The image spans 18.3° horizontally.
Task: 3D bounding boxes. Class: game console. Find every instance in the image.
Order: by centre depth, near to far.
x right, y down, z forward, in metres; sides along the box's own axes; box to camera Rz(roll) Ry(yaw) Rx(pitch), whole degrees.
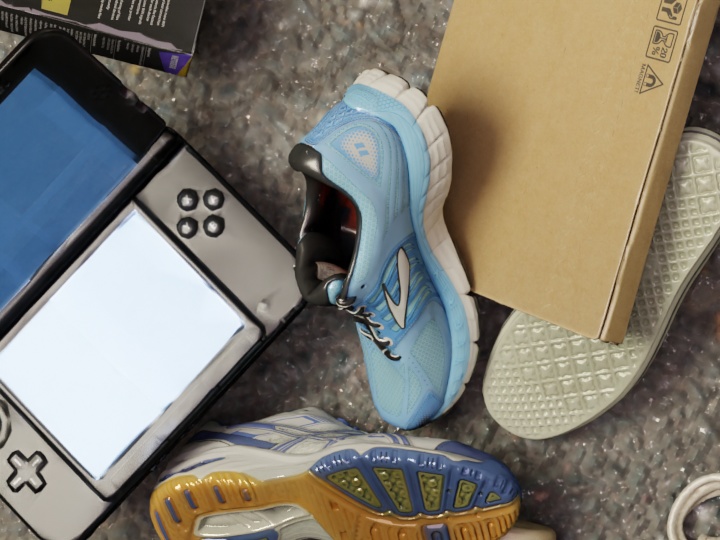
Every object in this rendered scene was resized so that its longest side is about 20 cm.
[{"bbox_3d":[-0.151,0.014,1.118,0.172,0.119,0.200,44,92,11],"label":"game console"}]

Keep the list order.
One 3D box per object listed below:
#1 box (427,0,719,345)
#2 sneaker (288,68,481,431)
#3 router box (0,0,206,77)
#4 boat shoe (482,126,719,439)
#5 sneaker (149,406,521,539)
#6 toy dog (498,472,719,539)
[{"bbox_3d":[0.096,-0.081,1.144,0.163,0.021,0.202,22,99,45],"label":"box"},{"bbox_3d":[0.000,0.000,1.137,0.078,0.090,0.201,24,136,43],"label":"sneaker"},{"bbox_3d":[-0.141,-0.219,1.168,0.156,0.052,0.202,14,80,-6],"label":"router box"},{"bbox_3d":[0.135,0.007,1.163,0.074,0.062,0.201,36,114,6],"label":"boat shoe"},{"bbox_3d":[-0.011,0.102,1.178,0.198,0.088,0.076,0,121,14],"label":"sneaker"},{"bbox_3d":[0.126,0.185,1.153,0.198,0.096,0.133,-11,91,12],"label":"toy dog"}]
